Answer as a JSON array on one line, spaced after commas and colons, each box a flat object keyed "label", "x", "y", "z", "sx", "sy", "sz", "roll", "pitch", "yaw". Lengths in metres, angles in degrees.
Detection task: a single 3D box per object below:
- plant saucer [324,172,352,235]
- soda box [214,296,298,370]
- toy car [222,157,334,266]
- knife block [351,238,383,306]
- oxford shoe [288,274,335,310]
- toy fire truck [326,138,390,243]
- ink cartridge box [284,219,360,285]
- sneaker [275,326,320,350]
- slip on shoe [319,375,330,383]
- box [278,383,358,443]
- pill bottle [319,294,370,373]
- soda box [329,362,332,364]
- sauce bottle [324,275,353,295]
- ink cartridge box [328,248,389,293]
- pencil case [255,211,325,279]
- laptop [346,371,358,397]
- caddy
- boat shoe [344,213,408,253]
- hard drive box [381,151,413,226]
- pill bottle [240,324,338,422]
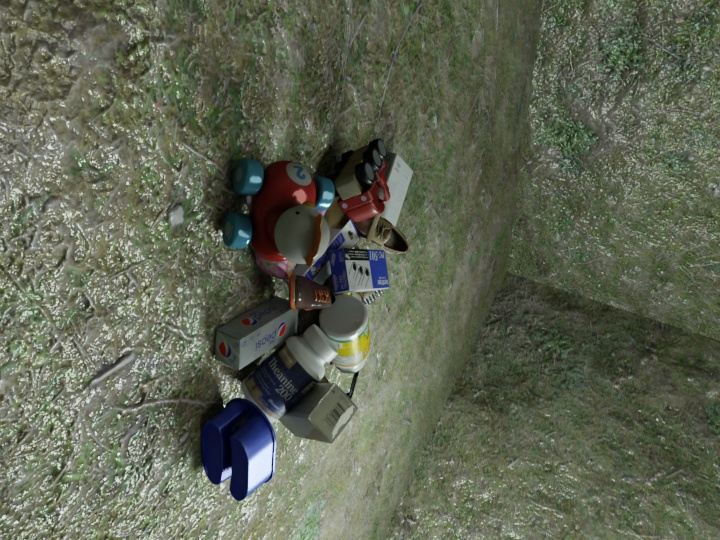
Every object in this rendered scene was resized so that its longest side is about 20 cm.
[{"label": "plant saucer", "x": -0.049, "y": -0.155, "z": 1.336, "sx": 0.200, "sy": 0.035, "sz": 0.203, "roll": -48, "pitch": 148, "yaw": -43}, {"label": "soda box", "x": -0.204, "y": 0.121, "z": 1.151, "sx": 0.199, "sy": 0.062, "sz": 0.070, "roll": -32, "pitch": 134, "yaw": -57}, {"label": "toy car", "x": -0.106, "y": -0.086, "z": 0.971, "sx": 0.182, "sy": 0.199, "sz": 0.181, "roll": 7, "pitch": 102, "yaw": -38}, {"label": "knife block", "x": -0.012, "y": 0.004, "z": 1.503, "sx": 0.064, "sy": 0.175, "sz": 0.201, "roll": -37, "pitch": 105, "yaw": -7}, {"label": "oxford shoe", "x": -0.099, "y": 0.046, "z": 1.180, "sx": 0.200, "sy": 0.071, "sz": 0.073, "roll": 23, "pitch": 67, "yaw": -80}, {"label": "toy fire truck", "x": 0.014, "y": -0.149, "z": 1.235, "sx": 0.202, "sy": 0.127, "sz": 0.177, "roll": 60, "pitch": 29, "yaw": -24}, {"label": "ink cartridge box", "x": -0.082, "y": -0.026, "z": 1.292, "sx": 0.200, "sy": 0.037, "sz": 0.095, "roll": -49, "pitch": 154, "yaw": -9}, {"label": "sneaker", "x": -0.138, "y": 0.213, "z": 1.359, "sx": 0.199, "sy": 0.072, "sz": 0.114, "roll": -22, "pitch": 125, "yaw": -63}, {"label": "slip on shoe", "x": -0.154, "y": 0.288, "z": 1.351, "sx": 0.197, "sy": 0.061, "sz": 0.076, "roll": -5, "pitch": 149, "yaw": -32}, {"label": "box", "x": -0.098, "y": 0.298, "z": 1.212, "sx": 0.095, "sy": 0.078, "sz": 0.199, "roll": -48, "pitch": -167, "yaw": -26}, {"label": "pill bottle", "x": -0.032, "y": 0.156, "z": 1.332, "sx": 0.114, "sy": 0.111, "sz": 0.202, "roll": -56, "pitch": 158, "yaw": -31}, {"label": "soda box", "x": -0.052, "y": 0.156, "z": 1.465, "sx": 0.202, "sy": 0.068, "sz": 0.064, "roll": 94, "pitch": -15, "yaw": -47}, {"label": "sauce bottle", "x": -0.056, "y": 0.042, "z": 1.431, "sx": 0.065, "sy": 0.064, "sz": 0.201, "roll": -59, "pitch": 156, "yaw": -27}, {"label": "ink cartridge box", "x": 0.000, "y": 0.000, "z": 1.326, "sx": 0.199, "sy": 0.043, "sz": 0.096, "roll": 1, "pitch": 80, "yaw": -61}, {"label": "pencil case", "x": -0.134, "y": -0.084, "z": 1.141, "sx": 0.203, "sy": 0.086, "sz": 0.088, "roll": -64, "pitch": 156, "yaw": -19}, {"label": "laptop", "x": -0.070, "y": 0.314, "z": 1.482, "sx": 0.177, "sy": 0.101, "sz": 0.204, "roll": -64, "pitch": 169, "yaw": -74}, {"label": "caddy", "x": -0.238, "y": 0.355, "z": 1.153, "sx": 0.105, "sy": 0.139, "sz": 0.204, "roll": -32, "pitch": 136, "yaw": -52}, {"label": "boat shoe", "x": 0.045, "y": -0.098, "z": 1.378, "sx": 0.198, "sy": 0.071, "sz": 0.077, "roll": 26, "pitch": 86, "yaw": -38}, {"label": "hard drive box", "x": 0.055, "y": -0.194, "z": 1.494, "sx": 0.155, "sy": 0.076, "sz": 0.204, "roll": 21, "pitch": 87, "yaw": -67}, {"label": "pill bottle", "x": -0.145, "y": 0.211, "z": 1.203, "sx": 0.200, "sy": 0.111, "sz": 0.111, "roll": -43, "pitch": 154, "yaw": 0}]
